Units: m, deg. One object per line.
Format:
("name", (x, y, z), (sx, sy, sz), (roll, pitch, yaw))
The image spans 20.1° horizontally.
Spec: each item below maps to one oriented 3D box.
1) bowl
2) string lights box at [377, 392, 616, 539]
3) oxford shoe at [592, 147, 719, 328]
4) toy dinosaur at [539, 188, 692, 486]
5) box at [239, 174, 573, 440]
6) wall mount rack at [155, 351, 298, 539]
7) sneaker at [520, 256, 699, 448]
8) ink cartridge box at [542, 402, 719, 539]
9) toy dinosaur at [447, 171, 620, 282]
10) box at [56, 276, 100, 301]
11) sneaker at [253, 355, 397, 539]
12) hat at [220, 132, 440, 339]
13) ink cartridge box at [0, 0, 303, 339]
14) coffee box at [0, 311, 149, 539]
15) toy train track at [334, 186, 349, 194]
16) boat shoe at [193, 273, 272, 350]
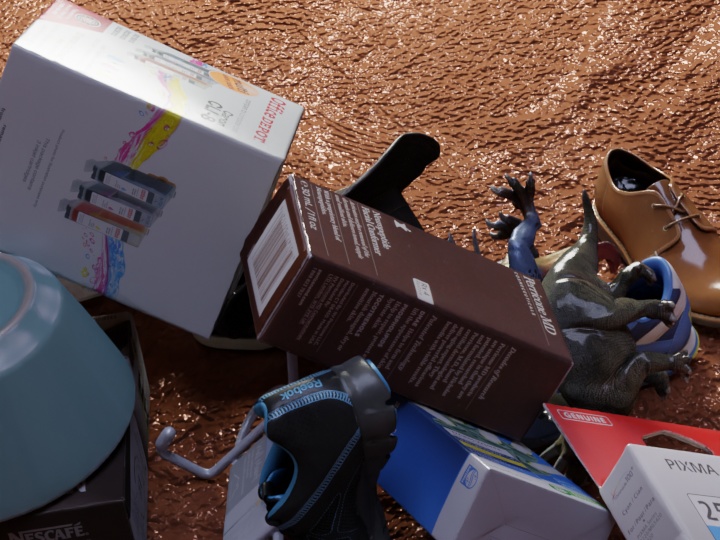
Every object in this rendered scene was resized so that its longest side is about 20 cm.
("bowl", (-0.255, 0.063, 1.335), (0.199, 0.106, 0.202), (-7, 38, 6))
("string lights box", (0.065, 0.129, 1.289), (0.102, 0.059, 0.200), (23, 7, -28))
("oxford shoe", (0.236, -0.025, 1.537), (0.071, 0.072, 0.200), (-21, 41, -21))
("toy dinosaur", (0.157, 0.044, 1.357), (0.101, 0.202, 0.077), (-8, -2, -13))
("box", (0.029, 0.025, 1.296), (0.199, 0.075, 0.100), (23, 26, -24))
("wall mount rack", (-0.074, 0.117, 1.326), (0.074, 0.174, 0.201), (32, 32, -22))
("sneaker", (0.151, 0.056, 1.433), (0.199, 0.083, 0.074), (-29, 44, -23))
("ink cartridge box", (0.233, 0.136, 1.265), (0.199, 0.045, 0.177), (11, 32, -32))
("toy dinosaur", (0.105, 0.023, 1.462), (0.198, 0.105, 0.183), (14, 57, -9))
("box", (-0.181, -0.046, 1.602), (0.143, 0.036, 0.200), (-15, 29, 37))
("sneaker", (-0.026, 0.142, 1.240), (0.081, 0.202, 0.073), (-13, 34, -19))
("hat", (0.000, 0.000, 1.401), (0.081, 0.201, 0.200), (46, 56, 10))
("ink cartridge box", (-0.157, -0.072, 1.413), (0.199, 0.146, 0.145), (24, 20, -4))
("coffee box", (-0.205, 0.125, 1.393), (0.112, 0.080, 0.201), (-8, 37, 0))
("toy train track", (-0.092, -0.014, 1.580), (0.199, 0.033, 0.115), (-24, 0, -20))
("boat shoe", (-0.032, 0.015, 1.524), (0.197, 0.067, 0.075), (1, 36, 9))
